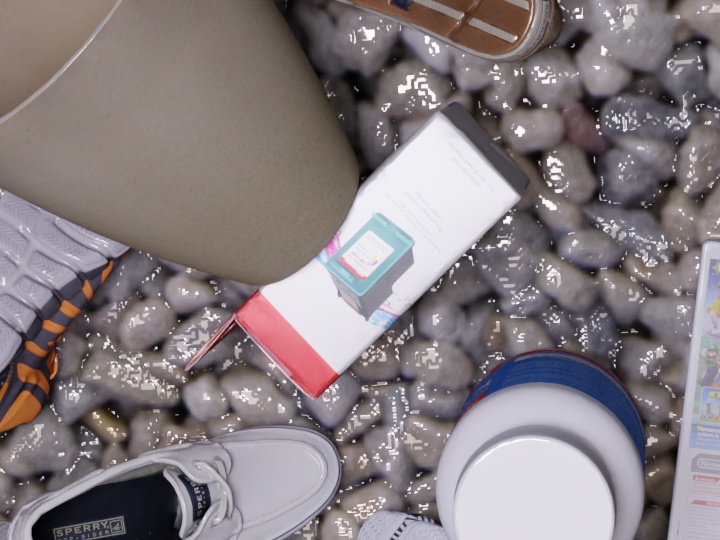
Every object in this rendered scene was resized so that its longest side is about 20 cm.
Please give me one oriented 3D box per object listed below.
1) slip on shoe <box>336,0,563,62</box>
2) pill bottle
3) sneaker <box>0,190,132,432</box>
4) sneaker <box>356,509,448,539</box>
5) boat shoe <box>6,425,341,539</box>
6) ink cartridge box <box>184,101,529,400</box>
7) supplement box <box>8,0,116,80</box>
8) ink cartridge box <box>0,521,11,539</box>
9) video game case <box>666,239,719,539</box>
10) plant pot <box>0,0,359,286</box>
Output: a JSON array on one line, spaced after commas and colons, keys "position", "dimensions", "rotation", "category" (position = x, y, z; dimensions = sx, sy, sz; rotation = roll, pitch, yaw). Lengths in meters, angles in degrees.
[{"position": [0.027, -0.178, 1.262], "dimensions": [0.199, 0.060, 0.077], "rotation": [28, 107, 22], "category": "slip on shoe"}, {"position": [0.098, 0.110, 1.209], "dimensions": [0.111, 0.200, 0.113], "rotation": [1, 96, 7], "category": "pill bottle"}, {"position": [-0.186, 0.012, 1.301], "dimensions": [0.077, 0.112, 0.200], "rotation": [37, 65, 15], "category": "sneaker"}, {"position": [0.091, 0.200, 1.286], "dimensions": [0.199, 0.115, 0.076], "rotation": [28, 100, 38], "category": "sneaker"}, {"position": [-0.101, 0.130, 1.272], "dimensions": [0.198, 0.066, 0.073], "rotation": [-8, 82, -16], "category": "boat shoe"}, {"position": [0.000, 0.000, 1.253], "dimensions": [0.200, 0.116, 0.067], "rotation": [-44, 90, 10], "category": "ink cartridge box"}, {"position": [-0.187, -0.168, 1.253], "dimensions": [0.199, 0.074, 0.127], "rotation": [-23, 93, -9], "category": "supplement box"}, {"position": [-0.219, 0.211, 1.327], "dimensions": [0.198, 0.068, 0.117], "rotation": [3, 97, 7], "category": "ink cartridge box"}, {"position": [0.254, 0.090, 1.279], "dimensions": [0.142, 0.018, 0.202], "rotation": [7, 97, 7], "category": "video game case"}, {"position": [-0.098, -0.084, 1.164], "dimensions": [0.187, 0.188, 0.200], "rotation": [-44, 122, 9], "category": "plant pot"}]
